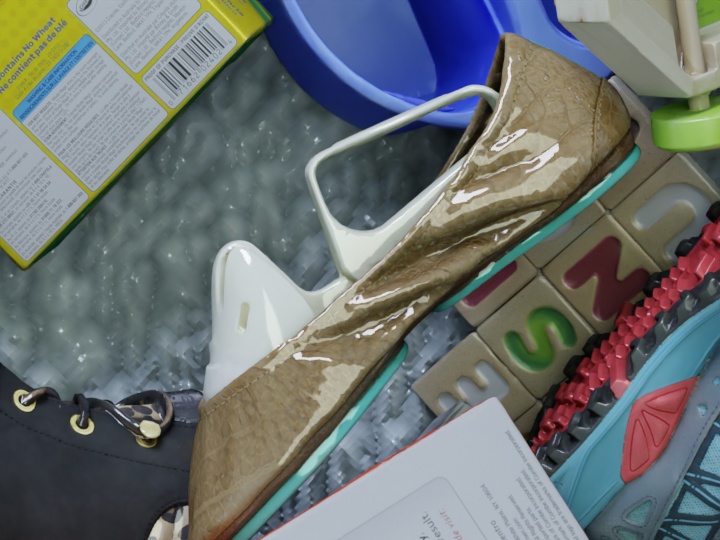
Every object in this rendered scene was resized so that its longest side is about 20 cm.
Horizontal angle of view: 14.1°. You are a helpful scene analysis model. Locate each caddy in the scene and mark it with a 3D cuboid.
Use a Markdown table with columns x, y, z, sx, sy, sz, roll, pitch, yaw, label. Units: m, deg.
| x | y | z | sx | sy | sz | roll | pitch | yaw | label |
| --- | --- | --- | --- | --- | --- | --- | --- | --- | --- |
| 0.020 | -0.141 | 0.988 | 0.141 | 0.105 | 0.201 | -26 | 88 | -12 | caddy |

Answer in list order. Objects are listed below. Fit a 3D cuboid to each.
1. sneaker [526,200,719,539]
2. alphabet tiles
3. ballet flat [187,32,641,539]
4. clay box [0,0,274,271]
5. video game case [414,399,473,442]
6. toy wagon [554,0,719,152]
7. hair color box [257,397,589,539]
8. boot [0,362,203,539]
| x | y | z | sx | sy | sz | roll | pitch | yaw | label |
| --- | --- | --- | --- | --- | --- | --- | --- | --- | --- |
| 0.141 | 0.025 | 0.935 | 0.095 | 0.200 | 0.079 | 35 | 33 | -12 | sneaker |
| 0.117 | 0.039 | 0.981 | 0.200 | 0.008 | 0.167 | 47 | 117 | -2 | alphabet tiles |
| 0.000 | 0.000 | 0.924 | 0.200 | 0.068 | 0.072 | -44 | 97 | -4 | ballet flat |
| -0.139 | -0.112 | 0.961 | 0.200 | 0.048 | 0.115 | 46 | 108 | -2 | clay box |
| 0.045 | 0.175 | 0.958 | 0.200 | 0.045 | 0.181 | 44 | 60 | 0 | video game case |
| 0.134 | -0.132 | 0.942 | 0.200 | 0.039 | 0.156 | -22 | 110 | -41 | toy wagon |
| -0.014 | 0.137 | 0.891 | 0.200 | 0.064 | 0.111 | -29 | 83 | -29 | hair color box |
| -0.116 | 0.039 | 0.935 | 0.150 | 0.073 | 0.201 | 10 | 81 | -31 | boot |
